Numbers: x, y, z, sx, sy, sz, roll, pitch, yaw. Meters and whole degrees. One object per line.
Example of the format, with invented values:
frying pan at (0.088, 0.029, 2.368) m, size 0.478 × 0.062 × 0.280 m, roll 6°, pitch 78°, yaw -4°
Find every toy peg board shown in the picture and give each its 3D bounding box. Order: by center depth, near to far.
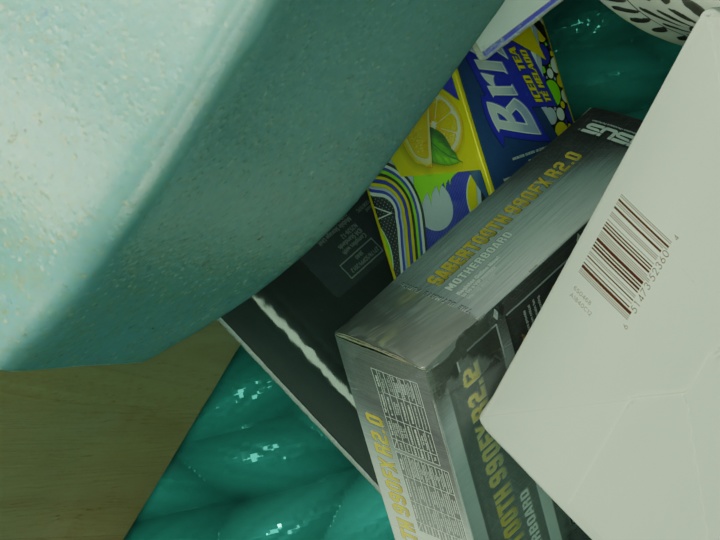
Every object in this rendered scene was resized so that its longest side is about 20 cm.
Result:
toy peg board at (-0.161, 0.058, 1.219) m, size 0.098 × 0.200 × 0.199 m, roll 34°, pitch 99°, yaw 20°

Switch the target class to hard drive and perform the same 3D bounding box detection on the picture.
hard drive at (0.000, 0.000, 1.213) m, size 0.200 × 0.140 × 0.033 m, roll 47°, pitch 132°, yaw 2°

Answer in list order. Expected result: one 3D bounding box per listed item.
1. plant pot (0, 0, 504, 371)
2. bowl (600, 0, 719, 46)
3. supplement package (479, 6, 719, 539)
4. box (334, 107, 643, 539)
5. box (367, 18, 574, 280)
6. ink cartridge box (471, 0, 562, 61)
plant pot at (-0.096, -0.076, 1.022) m, size 0.196 × 0.196 × 0.200 m, roll 33°, pitch 103°, yaw 20°
bowl at (0.167, -0.156, 1.070) m, size 0.200 × 0.094 × 0.201 m, roll -4°, pitch 117°, yaw -8°
supplement package at (0.189, 0.016, 1.056) m, size 0.147 × 0.200 × 0.191 m, roll 46°, pitch 124°, yaw 29°
box at (0.078, 0.062, 1.147) m, size 0.048 × 0.158 × 0.200 m, roll 20°, pitch 140°, yaw 40°
box at (0.031, -0.092, 1.182) m, size 0.070 × 0.064 × 0.200 m, roll -14°, pitch 94°, yaw 44°
ink cartridge box at (0.063, -0.217, 1.126) m, size 0.198 × 0.043 × 0.200 m, roll -37°, pitch 108°, yaw -17°
